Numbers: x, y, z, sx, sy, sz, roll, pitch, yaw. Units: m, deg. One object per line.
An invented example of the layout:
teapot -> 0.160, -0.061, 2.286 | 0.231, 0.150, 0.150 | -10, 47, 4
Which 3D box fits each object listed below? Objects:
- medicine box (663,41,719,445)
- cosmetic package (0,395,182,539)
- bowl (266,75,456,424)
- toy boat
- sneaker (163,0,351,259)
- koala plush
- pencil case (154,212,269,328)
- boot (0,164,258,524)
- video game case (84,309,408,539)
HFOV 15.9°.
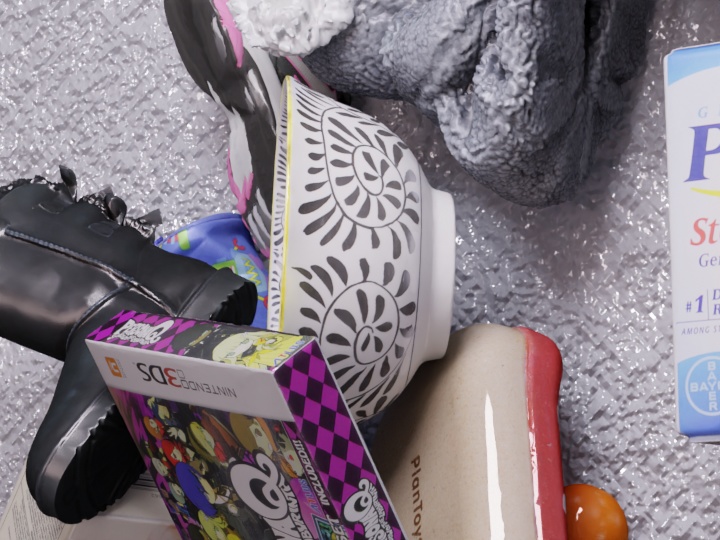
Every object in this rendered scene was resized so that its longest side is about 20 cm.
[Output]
medicine box -> 0.255, -0.017, 1.292 | 0.181, 0.103, 0.202 | -6, 81, 31
cosmetic package -> -0.162, 0.181, 1.488 | 0.201, 0.087, 0.104 | -62, 31, 33
bowl -> 0.000, 0.000, 1.360 | 0.093, 0.201, 0.202 | 2, 84, -3
toy boat -> 0.085, 0.128, 1.371 | 0.130, 0.130, 0.201 | -41, 41, 45
sneaker -> -0.034, -0.092, 1.500 | 0.080, 0.086, 0.201 | -12, 99, 59
koala plush -> 0.039, -0.136, 1.408 | 0.199, 0.177, 0.185 | 11, 100, 29
pencil case -> -0.068, 0.063, 1.496 | 0.078, 0.087, 0.201 | -42, 63, 34
boot -> -0.169, 0.036, 1.426 | 0.162, 0.074, 0.198 | 25, 53, 21
video game case -> -0.044, 0.118, 1.299 | 0.181, 0.036, 0.201 | 7, 126, 54
